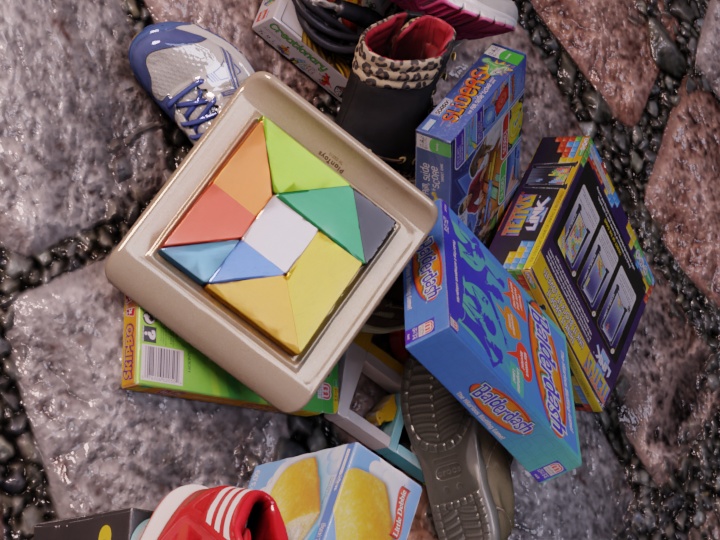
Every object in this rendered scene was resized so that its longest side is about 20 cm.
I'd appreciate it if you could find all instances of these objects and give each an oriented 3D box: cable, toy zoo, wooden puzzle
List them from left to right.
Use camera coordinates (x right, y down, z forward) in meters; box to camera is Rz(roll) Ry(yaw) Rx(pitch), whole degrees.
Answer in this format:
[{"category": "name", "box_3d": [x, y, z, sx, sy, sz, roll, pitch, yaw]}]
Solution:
[{"category": "wooden puzzle", "box_3d": [-0.063, -0.022, 1.321, 0.185, 0.037, 0.200, 38, 79, -8]}, {"category": "cable", "box_3d": [0.013, -0.271, 1.499, 0.200, 0.051, 0.163, -44, 108, -40]}, {"category": "toy zoo", "box_3d": [0.040, 0.100, 1.501, 0.200, 0.020, 0.131, 38, 57, -30]}]

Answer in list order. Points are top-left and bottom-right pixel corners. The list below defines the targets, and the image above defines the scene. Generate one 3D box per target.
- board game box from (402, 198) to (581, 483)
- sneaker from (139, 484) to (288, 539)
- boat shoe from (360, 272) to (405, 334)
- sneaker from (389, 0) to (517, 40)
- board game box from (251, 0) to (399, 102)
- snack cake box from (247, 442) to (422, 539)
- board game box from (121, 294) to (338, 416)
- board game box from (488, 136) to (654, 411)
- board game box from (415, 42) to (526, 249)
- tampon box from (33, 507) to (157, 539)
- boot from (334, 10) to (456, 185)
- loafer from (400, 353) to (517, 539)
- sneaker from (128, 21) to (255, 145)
[{"category": "board game box", "box_3d": [0.107, 0.058, 1.437, 0.200, 0.045, 0.152, 46, 28, -35]}, {"category": "sneaker", "box_3d": [-0.113, 0.216, 1.095, 0.078, 0.116, 0.200, 34, 60, -25]}, {"category": "boat shoe", "box_3d": [0.001, 0.006, 1.420, 0.202, 0.075, 0.075, 3, 64, -43]}, {"category": "sneaker", "box_3d": [0.059, -0.255, 1.458, 0.200, 0.081, 0.088, 23, 71, -38]}, {"category": "board game box", "box_3d": [-0.010, -0.255, 1.533, 0.126, 0.035, 0.200, 37, 57, -30]}, {"category": "snack cake box", "box_3d": [-0.044, 0.221, 1.154, 0.067, 0.115, 0.200, 37, 55, -28]}, {"category": "board game box", "box_3d": [-0.098, 0.058, 1.380, 0.200, 0.030, 0.096, 12, 71, -38]}, {"category": "board game box", "box_3d": [0.194, 0.004, 1.607, 0.165, 0.057, 0.200, -61, 137, -32]}, {"category": "board game box", "box_3d": [0.093, -0.076, 1.504, 0.135, 0.034, 0.200, -50, 152, -38]}, {"category": "tampon box", "box_3d": [-0.120, 0.258, 1.241, 0.200, 0.126, 0.150, 15, 69, -39]}, {"category": "boot", "box_3d": [0.047, -0.144, 1.480, 0.200, 0.151, 0.073, -18, 51, -38]}, {"category": "loafer", "box_3d": [0.087, 0.146, 1.477, 0.070, 0.075, 0.200, 3, 77, -57]}, {"category": "sneaker", "box_3d": [-0.101, -0.111, 1.367, 0.200, 0.075, 0.088, 43, 22, -26]}]
